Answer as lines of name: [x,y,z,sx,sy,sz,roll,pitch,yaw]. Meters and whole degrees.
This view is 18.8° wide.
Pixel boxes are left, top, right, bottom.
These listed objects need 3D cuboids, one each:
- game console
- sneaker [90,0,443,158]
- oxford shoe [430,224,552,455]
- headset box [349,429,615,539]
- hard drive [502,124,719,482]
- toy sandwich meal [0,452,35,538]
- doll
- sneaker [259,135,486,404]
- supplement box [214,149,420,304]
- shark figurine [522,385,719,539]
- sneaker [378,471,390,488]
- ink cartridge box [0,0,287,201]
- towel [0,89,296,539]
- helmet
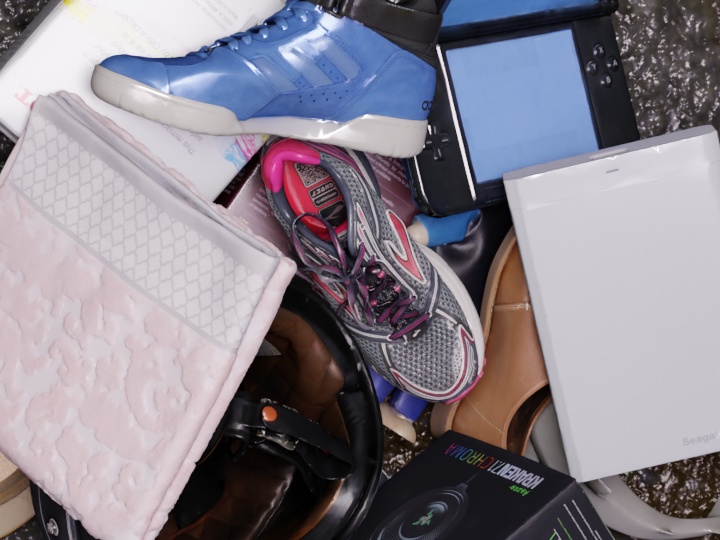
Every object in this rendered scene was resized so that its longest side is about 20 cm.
game console: [0.120,-0.138,1.332,0.200,0.118,0.171,-14,90,-38]
sneaker: [-0.048,-0.131,1.208,0.199,0.077,0.112,7,103,-20]
oxford shoe: [0.115,0.034,1.383,0.071,0.071,0.201,-3,117,-52]
headset box: [0.036,0.203,1.291,0.200,0.174,0.093,-38,109,-15]
hard drive: [0.172,0.022,1.336,0.131,0.026,0.201,-13,105,3]
toy sandwich meal: [-0.259,0.065,1.342,0.204,0.070,0.206,0,92,-10]
doll: [0.056,0.008,1.395,0.136,0.048,0.200,33,88,-46]
sneaker: [0.000,0.000,1.308,0.081,0.075,0.200,-36,97,13]
supplement box: [-0.021,-0.052,1.380,0.109,0.061,0.200,36,88,-14]
shark figurine: [0.172,0.139,1.427,0.214,0.089,0.128,40,88,-10]
sneaker: [-0.059,0.174,1.385,0.199,0.079,0.130,-24,98,-9]
ink cartridge box: [-0.118,-0.129,1.310,0.145,0.145,0.200,43,85,-13]
towel: [-0.148,0.026,1.183,0.200,0.032,0.191,36,104,29]
helmet: [-0.101,0.105,1.278,0.190,0.200,0.200,-32,104,32]
